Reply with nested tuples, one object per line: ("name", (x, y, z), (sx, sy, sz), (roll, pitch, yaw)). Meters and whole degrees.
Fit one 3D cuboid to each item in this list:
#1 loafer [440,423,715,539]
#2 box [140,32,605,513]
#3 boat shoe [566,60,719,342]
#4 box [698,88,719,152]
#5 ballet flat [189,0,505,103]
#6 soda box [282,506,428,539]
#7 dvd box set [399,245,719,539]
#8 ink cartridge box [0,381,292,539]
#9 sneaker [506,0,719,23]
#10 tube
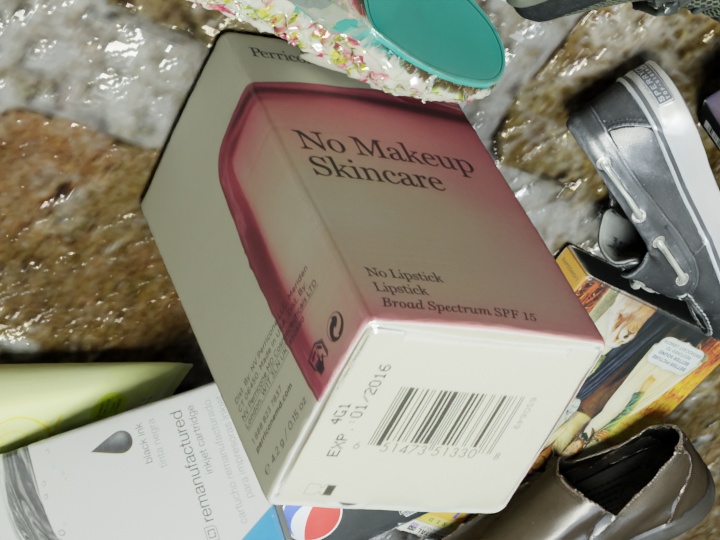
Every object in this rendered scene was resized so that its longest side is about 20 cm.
("loafer", (0.111, 0.141, 1.193), (0.199, 0.073, 0.072), (-29, 134, -14))
("box", (0.000, 0.000, 0.936), (0.127, 0.201, 0.109), (6, 129, -32))
("boat shoe", (0.159, -0.021, 1.097), (0.067, 0.072, 0.201), (-30, 136, 0))
("box", (0.284, -0.037, 1.048), (0.141, 0.201, 0.079), (-33, 174, 3))
("ballet flat", (-0.021, -0.125, 0.916), (0.199, 0.076, 0.064), (26, 147, -38))
("soda box", (-0.065, 0.131, 1.119), (0.199, 0.071, 0.064), (-24, 113, -4))
("dvd box set", (0.105, 0.084, 1.203), (0.146, 0.029, 0.200), (24, 117, -42))
("ink cartridge box", (-0.131, 0.157, 1.025), (0.198, 0.146, 0.084), (-19, 164, -2))
("sneaker", (0.167, -0.132, 0.967), (0.198, 0.076, 0.115), (-21, 109, -13))
("tube", (-0.183, 0.071, 1.025), (0.199, 0.058, 0.052), (-1, 97, -34))
